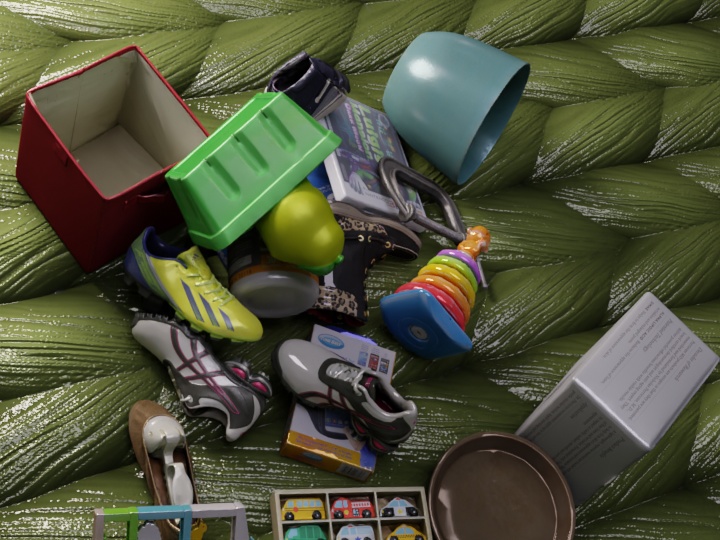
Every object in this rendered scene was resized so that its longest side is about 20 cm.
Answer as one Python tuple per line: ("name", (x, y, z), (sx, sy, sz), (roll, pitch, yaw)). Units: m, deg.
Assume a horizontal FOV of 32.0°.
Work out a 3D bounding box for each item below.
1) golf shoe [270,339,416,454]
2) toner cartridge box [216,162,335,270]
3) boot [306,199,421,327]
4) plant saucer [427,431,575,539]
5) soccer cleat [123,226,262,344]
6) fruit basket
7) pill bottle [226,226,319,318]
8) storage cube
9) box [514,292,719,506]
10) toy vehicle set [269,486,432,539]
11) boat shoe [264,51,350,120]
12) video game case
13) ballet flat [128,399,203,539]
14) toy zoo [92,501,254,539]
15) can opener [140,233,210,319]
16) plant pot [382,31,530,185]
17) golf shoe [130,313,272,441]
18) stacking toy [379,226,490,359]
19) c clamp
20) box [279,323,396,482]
("golf shoe", (-0.015, 0.137, 1.540), (0.199, 0.088, 0.078), (33, 53, 2))
("toner cartridge box", (-0.114, -0.077, 1.714), (0.198, 0.043, 0.096), (-23, 69, -31))
("boot", (0.000, 0.000, 1.691), (0.199, 0.073, 0.153), (22, 67, -44))
("plant saucer", (0.177, 0.304, 1.593), (0.197, 0.030, 0.203), (6, 64, -12))
("soccer cleat", (-0.199, 0.018, 1.524), (0.199, 0.084, 0.065), (31, 14, 12))
("fruit basket", (-0.103, -0.084, 1.496), (0.213, 0.155, 0.219), (-3, 98, -23))
("pill bottle", (-0.115, -0.051, 1.601), (0.115, 0.117, 0.203), (4, 64, -20))
("storage cube", (-0.313, -0.137, 1.584), (0.170, 0.180, 0.201), (-32, 76, -32))
("box", (0.330, 0.170, 1.644), (0.131, 0.199, 0.200), (44, 55, 8))
("toy vehicle set", (-0.008, 0.327, 1.517), (0.197, 0.027, 0.126), (2, 60, -21))
("boat shoe", (-0.114, -0.216, 1.703), (0.093, 0.200, 0.075), (31, 22, -54))
("video game case", (0.008, -0.160, 1.775), (0.181, 0.023, 0.202), (17, 47, -47))
("ballet flat", (-0.222, 0.231, 1.462), (0.067, 0.073, 0.202), (-4, 61, -25))
("toy zoo", (-0.200, 0.327, 1.397), (0.197, 0.020, 0.133), (2, 97, -21))
("can opener", (-0.210, -0.031, 1.592), (0.078, 0.063, 0.202), (24, 87, -27))
("plant pot", (0.129, -0.252, 1.836), (0.160, 0.202, 0.201), (32, 53, 11))
("golf shoe", (-0.206, 0.125, 1.535), (0.198, 0.077, 0.089), (31, 68, 5))
("stacking toy", (0.122, 0.012, 1.696), (0.116, 0.109, 0.201), (47, 56, -20))
("c clamp", (0.103, -0.079, 1.770), (0.199, 0.027, 0.172), (28, 37, -39))
("box", (-0.025, 0.158, 1.608), (0.118, 0.042, 0.202), (19, 57, -10))
